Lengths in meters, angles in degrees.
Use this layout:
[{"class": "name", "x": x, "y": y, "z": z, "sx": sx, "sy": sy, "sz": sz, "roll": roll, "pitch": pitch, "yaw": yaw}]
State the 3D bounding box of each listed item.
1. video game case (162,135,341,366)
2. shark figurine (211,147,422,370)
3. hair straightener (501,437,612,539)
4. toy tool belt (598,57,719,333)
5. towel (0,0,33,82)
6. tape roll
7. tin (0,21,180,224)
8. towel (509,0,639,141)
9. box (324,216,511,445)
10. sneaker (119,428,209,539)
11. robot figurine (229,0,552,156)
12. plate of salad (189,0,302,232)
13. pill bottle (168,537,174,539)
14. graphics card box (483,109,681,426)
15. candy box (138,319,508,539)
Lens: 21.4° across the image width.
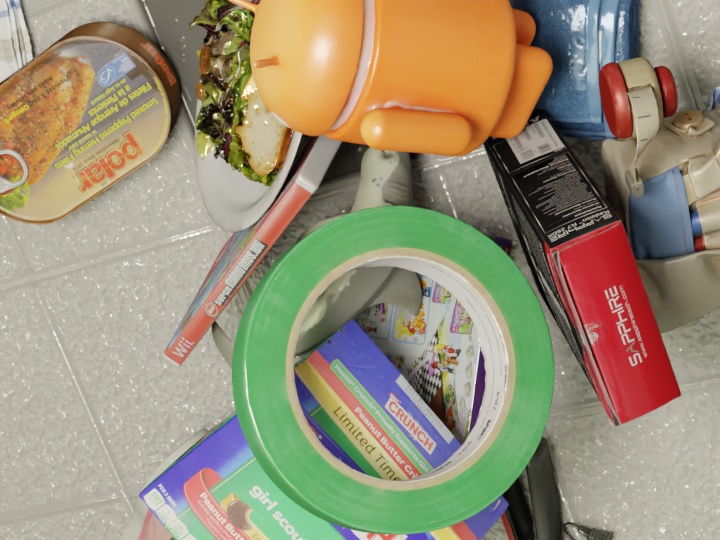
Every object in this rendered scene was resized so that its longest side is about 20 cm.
[{"class": "video game case", "x": -0.066, "y": -0.036, "z": 1.345, "sx": 0.017, "sy": 0.143, "sz": 0.200, "roll": 34, "pitch": 127, "yaw": -7}, {"class": "shark figurine", "x": -0.006, "y": 0.020, "z": 1.318, "sx": 0.089, "sy": 0.128, "sz": 0.215, "roll": 34, "pitch": 94, "yaw": -32}, {"class": "hair straightener", "x": 0.150, "y": 0.214, "z": 1.406, "sx": 0.076, "sy": 0.041, "sz": 0.202, "roll": -5, "pitch": 109, "yaw": 30}, {"class": "toy tool belt", "x": 0.218, "y": -0.058, "z": 1.198, "sx": 0.122, "sy": 0.125, "sz": 0.201, "roll": -13, "pitch": 130, "yaw": -2}, {"class": "towel", "x": -0.323, "y": -0.203, "z": 1.486, "sx": 0.145, "sy": 0.024, "sz": 0.202, "roll": -1, "pitch": 112, "yaw": 30}, {"class": "tape roll", "x": 0.021, "y": 0.063, "z": 1.198, "sx": 0.201, "sy": 0.200, "sz": 0.048, "roll": 53, "pitch": 165, "yaw": -3}, {"class": "tin", "x": -0.221, "y": -0.110, "z": 1.447, "sx": 0.199, "sy": 0.042, "sz": 0.112, "roll": -29, "pitch": 105, "yaw": 30}, {"class": "towel", "x": 0.088, "y": -0.147, "z": 1.272, "sx": 0.198, "sy": 0.048, "sz": 0.113, "roll": 7, "pitch": 114, "yaw": 26}, {"class": "box", "x": 0.028, "y": 0.068, "z": 1.358, "sx": 0.136, "sy": 0.039, "sz": 0.202, "roll": 8, "pitch": 89, "yaw": 25}, {"class": "sneaker", "x": -0.134, "y": 0.217, "z": 1.541, "sx": 0.104, "sy": 0.075, "sz": 0.201, "roll": 41, "pitch": 132, "yaw": 12}, {"class": "robot figurine", "x": 0.017, "y": -0.135, "z": 1.182, "sx": 0.116, "sy": 0.198, "sz": 0.146, "roll": 163, "pitch": 111, "yaw": -64}, {"class": "plate of salad", "x": -0.083, "y": -0.127, "z": 1.308, "sx": 0.200, "sy": 0.048, "sz": 0.202, "roll": -26, "pitch": 60, "yaw": 59}, {"class": "pill bottle", "x": -0.092, "y": 0.232, "z": 1.442, "sx": 0.111, "sy": 0.200, "sz": 0.113, "roll": 21, "pitch": 128, "yaw": 29}, {"class": "graphics card box", "x": 0.134, "y": -0.007, "z": 1.184, "sx": 0.050, "sy": 0.200, "sz": 0.126, "roll": -23, "pitch": 114, "yaw": 0}, {"class": "candy box", "x": -0.028, "y": 0.157, "z": 1.307, "sx": 0.169, "sy": 0.077, "sz": 0.200, "roll": 49, "pitch": 124, "yaw": -2}]
